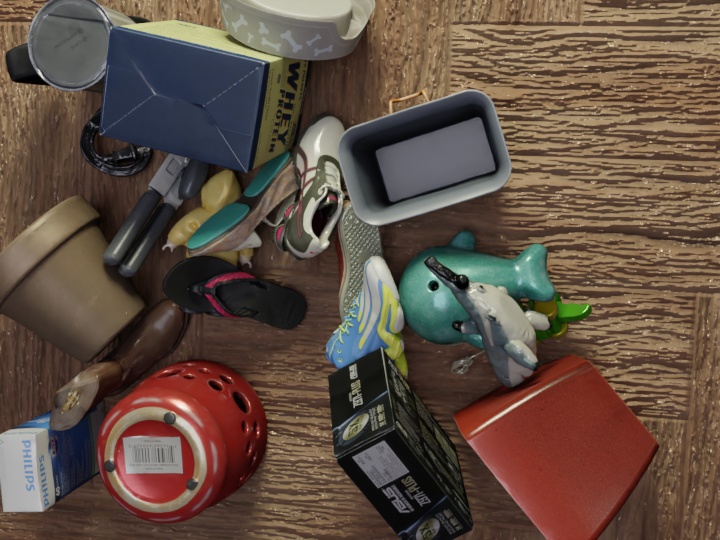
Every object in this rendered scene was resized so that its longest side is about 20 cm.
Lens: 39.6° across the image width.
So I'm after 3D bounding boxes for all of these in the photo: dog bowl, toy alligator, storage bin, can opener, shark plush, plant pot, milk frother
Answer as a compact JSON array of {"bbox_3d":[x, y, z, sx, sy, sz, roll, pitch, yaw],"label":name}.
[{"bbox_3d":[-0.084,-0.326,1.257,0.199,0.200,0.059,18,124,9],"label":"dog bowl"},{"bbox_3d":[0.203,0.073,1.310,0.200,0.059,0.054,-25,48,15],"label":"toy alligator"},{"bbox_3d":[0.083,-0.149,1.266,0.199,0.134,0.146,-17,92,11],"label":"storage bin"},{"bbox_3d":[-0.266,-0.084,1.332,0.053,0.067,0.200,42,60,-28],"label":"can opener"},{"bbox_3d":[0.145,0.065,1.210,0.200,0.091,0.083,37,134,-24],"label":"shark plush"},{"bbox_3d":[0.250,0.213,1.248,0.176,0.200,0.200,-40,88,1],"label":"plant pot"},{"bbox_3d":[-0.391,0.027,1.353,0.200,0.200,0.175,-42,96,12],"label":"plant pot"},{"bbox_3d":[-0.340,-0.234,1.312,0.180,0.188,0.200,-29,90,13],"label":"milk frother"},{"bbox_3d":[-0.243,0.234,1.345,0.200,0.182,0.201,2,98,11],"label":"plant pot"}]

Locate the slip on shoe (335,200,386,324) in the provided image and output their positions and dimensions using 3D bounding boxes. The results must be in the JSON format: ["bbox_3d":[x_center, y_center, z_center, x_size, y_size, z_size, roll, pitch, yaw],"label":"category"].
[{"bbox_3d":[0.000,0.000,1.339,0.074,0.061,0.201,-8,108,-9],"label":"slip on shoe"}]

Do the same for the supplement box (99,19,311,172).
[{"bbox_3d":[-0.190,-0.227,1.268,0.199,0.200,0.135,15,109,9],"label":"supplement box"}]

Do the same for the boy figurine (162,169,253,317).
[{"bbox_3d":[-0.206,-0.039,1.363,0.124,0.064,0.201,5,95,-16],"label":"boy figurine"}]

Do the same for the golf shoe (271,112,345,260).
[{"bbox_3d":[-0.046,-0.109,1.299,0.077,0.088,0.201,19,79,-34],"label":"golf shoe"}]

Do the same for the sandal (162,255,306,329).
[{"bbox_3d":[-0.162,0.032,1.333,0.199,0.045,0.075,16,95,-20],"label":"sandal"}]

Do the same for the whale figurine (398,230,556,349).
[{"bbox_3d":[0.142,0.020,1.271,0.199,0.104,0.160,-13,73,20],"label":"whale figurine"}]

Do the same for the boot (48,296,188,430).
[{"bbox_3d":[-0.322,0.122,1.336,0.064,0.200,0.187,39,102,5],"label":"boot"}]

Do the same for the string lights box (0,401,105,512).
[{"bbox_3d":[-0.414,0.249,1.368,0.059,0.200,0.103,-3,94,11],"label":"string lights box"}]

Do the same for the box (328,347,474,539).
[{"bbox_3d":[0.048,0.227,1.258,0.086,0.164,0.200,-29,119,12],"label":"box"}]

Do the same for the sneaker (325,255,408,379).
[{"bbox_3d":[0.003,0.078,1.295,0.105,0.076,0.201,-13,120,-5],"label":"sneaker"}]

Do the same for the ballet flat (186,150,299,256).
[{"bbox_3d":[-0.140,-0.072,1.319,0.200,0.068,0.067,-46,123,-17],"label":"ballet flat"}]
